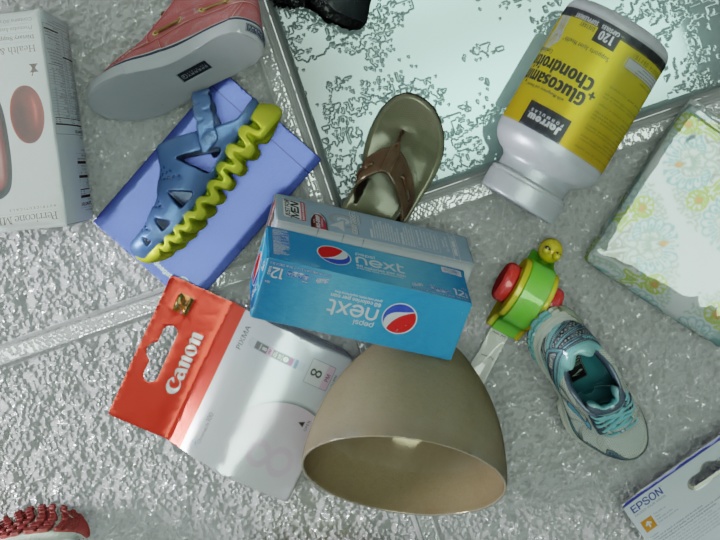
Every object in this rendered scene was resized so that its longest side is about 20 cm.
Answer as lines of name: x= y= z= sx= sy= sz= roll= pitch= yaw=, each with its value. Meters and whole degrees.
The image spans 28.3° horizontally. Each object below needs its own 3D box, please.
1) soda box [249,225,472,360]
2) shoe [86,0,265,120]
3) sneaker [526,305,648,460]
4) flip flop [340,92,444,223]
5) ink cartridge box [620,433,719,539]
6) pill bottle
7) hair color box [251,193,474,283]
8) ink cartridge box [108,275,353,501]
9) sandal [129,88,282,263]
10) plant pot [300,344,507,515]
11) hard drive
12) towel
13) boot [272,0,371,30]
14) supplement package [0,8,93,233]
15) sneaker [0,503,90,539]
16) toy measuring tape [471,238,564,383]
soda box: x=-0.001 y=0.022 z=1.343 sx=0.199 sy=0.064 sz=0.068 roll=13 pitch=118 yaw=-12
shoe: x=-0.181 y=-0.221 z=1.407 sx=0.199 sy=0.071 sz=0.091 roll=-20 pitch=52 yaw=23
sneaker: x=0.234 y=0.130 z=1.418 sx=0.078 sy=0.086 sz=0.200 roll=-38 pitch=120 yaw=0
flip flop: x=0.021 y=-0.080 z=1.426 sx=0.081 sy=0.058 sz=0.201 roll=29 pitch=97 yaw=0
ink cartridge box: x=0.398 y=0.261 z=1.478 sx=0.199 sy=0.041 sz=0.200 roll=-35 pitch=95 yaw=2
pill bottle: x=0.203 y=-0.151 z=1.390 sx=0.112 sy=0.112 sz=0.201 roll=30 pitch=94 yaw=-4
hair color box: x=0.000 y=0.000 z=1.403 sx=0.199 sy=0.061 sz=0.099 roll=12 pitch=118 yaw=-12
ink cartridge box: x=-0.129 y=0.119 z=1.435 sx=0.199 sy=0.057 sz=0.163 roll=24 pitch=95 yaw=-17
sandal: x=-0.164 y=-0.097 z=1.390 sx=0.087 sy=0.079 sz=0.200 roll=36 pitch=85 yaw=-1
plant pot: x=0.049 y=0.141 z=1.400 sx=0.199 sy=0.201 sz=0.135 roll=9 pitch=62 yaw=-2
hard drive: x=-0.154 y=-0.081 z=1.439 sx=0.132 sy=0.025 sz=0.200 roll=41 pitch=93 yaw=-5
towel: x=0.349 y=-0.049 z=1.446 sx=0.171 sy=0.048 sz=0.201 roll=33 pitch=94 yaw=-1
boot: x=0.019 y=-0.315 z=1.393 sx=0.199 sy=0.076 sz=0.169 roll=13 pitch=92 yaw=4
supplement package: x=-0.371 y=-0.133 z=1.367 sx=0.190 sy=0.147 sz=0.201 roll=-7 pitch=95 yaw=-1
sneaker: x=-0.362 y=0.298 z=1.452 sx=0.199 sy=0.078 sz=0.083 roll=-22 pitch=100 yaw=10
toy measuring tape: x=0.150 y=0.058 z=1.438 sx=0.073 sy=0.074 sz=0.201 roll=29 pitch=94 yaw=-4
